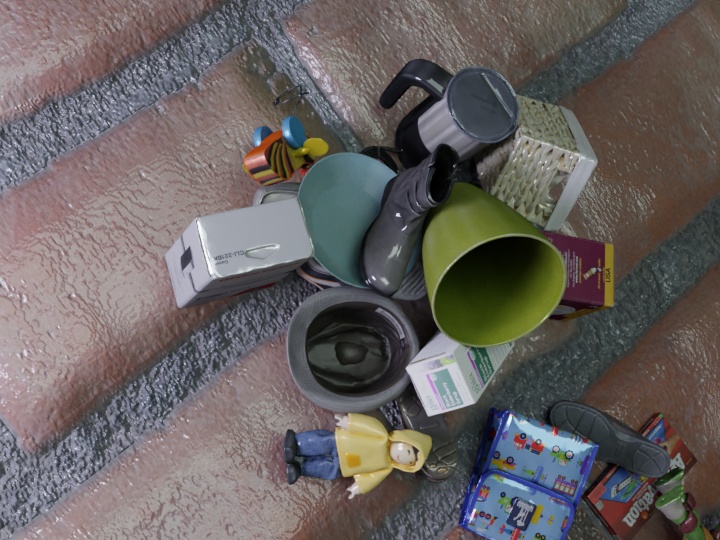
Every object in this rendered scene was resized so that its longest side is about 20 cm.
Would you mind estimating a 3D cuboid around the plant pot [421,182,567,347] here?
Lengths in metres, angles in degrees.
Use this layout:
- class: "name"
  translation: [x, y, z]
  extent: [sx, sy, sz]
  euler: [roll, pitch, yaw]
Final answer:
- class: "plant pot"
  translation: [0.160, -0.029, 1.388]
  extent: [0.186, 0.188, 0.200]
  euler: [6, 34, -21]

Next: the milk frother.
- class: "milk frother"
  translation: [0.104, -0.187, 1.484]
  extent: [0.180, 0.188, 0.201]
  euler: [19, 72, -16]

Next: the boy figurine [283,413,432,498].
- class: "boy figurine"
  translation: [-0.002, 0.254, 1.370]
  extent: [0.199, 0.064, 0.125]
  euler: [-2, 106, 4]

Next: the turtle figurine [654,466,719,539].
- class: "turtle figurine"
  translation: [0.552, 0.393, 1.538]
  extent: [0.194, 0.200, 0.144]
  euler: [51, 55, -4]

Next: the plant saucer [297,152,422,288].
- class: "plant saucer"
  translation: [-0.007, -0.066, 1.413]
  extent: [0.200, 0.039, 0.202]
  euler: [11, 67, -27]

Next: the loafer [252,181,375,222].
- class: "loafer"
  translation: [-0.056, -0.081, 1.453]
  extent: [0.199, 0.070, 0.070]
  euler: [9, 109, -19]

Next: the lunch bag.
- class: "lunch bag"
  translation: [0.240, 0.322, 1.482]
  extent: [0.150, 0.094, 0.201]
  euler: [20, 82, -4]

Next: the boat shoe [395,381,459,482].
- class: "boat shoe"
  translation: [0.085, 0.213, 1.453]
  extent: [0.074, 0.073, 0.201]
  euler: [-2, 59, -14]

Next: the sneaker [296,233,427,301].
- class: "sneaker"
  translation: [0.000, 0.000, 1.462]
  extent: [0.199, 0.079, 0.079]
  euler: [19, 63, -22]

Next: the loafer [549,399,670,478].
- class: "loafer"
  translation: [0.384, 0.260, 1.569]
  extent: [0.199, 0.063, 0.072]
  euler: [27, 101, 3]

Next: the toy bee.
- class: "toy bee"
  translation: [-0.094, -0.172, 1.447]
  extent: [0.200, 0.131, 0.109]
  euler: [-51, 124, -34]

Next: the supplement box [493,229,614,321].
- class: "supplement box"
  translation: [0.270, 0.007, 1.540]
  extent: [0.199, 0.131, 0.104]
  euler: [9, 75, -19]

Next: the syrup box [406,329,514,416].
- class: "syrup box"
  translation: [0.146, 0.122, 1.434]
  extent: [0.079, 0.081, 0.200]
  euler: [64, 30, -9]

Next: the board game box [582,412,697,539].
- class: "board game box"
  translation: [0.446, 0.331, 1.600]
  extent: [0.200, 0.019, 0.103]
  euler: [-41, 96, -24]

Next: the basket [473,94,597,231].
- class: "basket"
  translation: [0.258, -0.172, 1.527]
  extent: [0.123, 0.136, 0.200]
  euler: [19, 28, -13]

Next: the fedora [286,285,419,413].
- class: "fedora"
  translation: [-0.020, 0.114, 1.420]
  extent: [0.199, 0.090, 0.178]
  euler: [-9, 81, -21]

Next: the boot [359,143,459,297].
- class: "boot"
  translation: [0.067, -0.072, 1.354]
  extent: [0.070, 0.132, 0.201]
  euler: [22, 63, -22]

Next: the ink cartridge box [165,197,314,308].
- class: "ink cartridge box"
  translation: [-0.164, -0.021, 1.332]
  extent: [0.144, 0.200, 0.084]
  euler: [-14, 84, -24]
